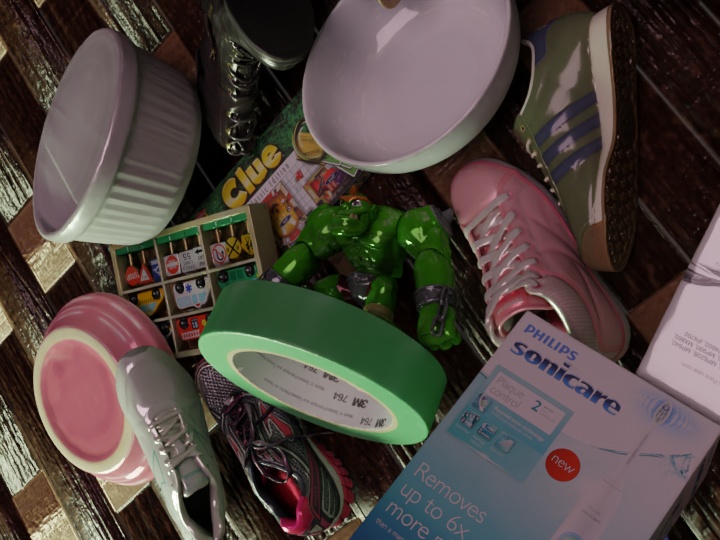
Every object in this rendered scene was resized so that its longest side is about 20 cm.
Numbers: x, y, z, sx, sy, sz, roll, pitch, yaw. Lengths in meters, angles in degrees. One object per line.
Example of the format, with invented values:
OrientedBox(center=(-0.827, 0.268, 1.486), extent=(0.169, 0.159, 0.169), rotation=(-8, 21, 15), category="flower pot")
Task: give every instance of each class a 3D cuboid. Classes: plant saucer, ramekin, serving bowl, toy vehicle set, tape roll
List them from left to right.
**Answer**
OrientedBox(center=(-0.262, 0.124, 0.984), extent=(0.200, 0.051, 0.202), rotation=(10, 107, 34), category="plant saucer")
OrientedBox(center=(-0.228, -0.116, 0.923), extent=(0.202, 0.094, 0.203), rotation=(-25, 57, 47), category="ramekin")
OrientedBox(center=(-0.157, 0.017, 0.937), extent=(0.199, 0.026, 0.125), rotation=(-13, 89, 37), category="toy vehicle set")
OrientedBox(center=(-0.031, 0.078, 0.793), extent=(0.200, 0.201, 0.048), rotation=(11, 65, 29), category="tape roll")
OrientedBox(center=(0.048, -0.165, 0.803), extent=(0.199, 0.066, 0.201), rotation=(-16, 62, 32), category="serving bowl")

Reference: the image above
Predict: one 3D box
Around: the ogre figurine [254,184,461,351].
OrientedBox(center=(0.000, 0.000, 0.813), extent=(0.200, 0.098, 0.120), rotation=(-9, 58, 52), category="ogre figurine")

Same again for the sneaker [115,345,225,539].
OrientedBox(center=(-0.165, 0.162, 0.902), extent=(0.080, 0.070, 0.201), rotation=(24, 135, 68), category="sneaker")

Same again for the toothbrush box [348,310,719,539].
OrientedBox(center=(0.111, 0.151, 0.623), extent=(0.146, 0.085, 0.200), rotation=(33, 70, 27), category="toothbrush box")

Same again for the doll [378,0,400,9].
OrientedBox(center=(-0.031, -0.283, 0.843), extent=(0.200, 0.048, 0.137), rotation=(36, 93, 42), category="doll")

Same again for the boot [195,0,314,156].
OrientedBox(center=(-0.099, -0.174, 0.855), extent=(0.200, 0.069, 0.175), rotation=(-123, 30, -41), category="boot")

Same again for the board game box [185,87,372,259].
OrientedBox(center=(-0.079, -0.068, 0.917), extent=(0.200, 0.023, 0.105), rotation=(-46, 68, 22), category="board game box")

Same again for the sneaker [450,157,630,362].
OrientedBox(center=(0.122, -0.005, 0.755), extent=(0.075, 0.104, 0.201), rotation=(-45, 70, 33), category="sneaker")

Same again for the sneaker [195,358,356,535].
OrientedBox(center=(-0.086, 0.151, 0.893), extent=(0.200, 0.075, 0.081), rotation=(46, 112, 22), category="sneaker")

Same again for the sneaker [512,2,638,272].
OrientedBox(center=(0.163, -0.100, 0.760), extent=(0.090, 0.067, 0.201), rotation=(1, 91, 37), category="sneaker")

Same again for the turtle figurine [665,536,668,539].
OrientedBox(center=(0.114, 0.197, 0.730), extent=(0.200, 0.144, 0.194), rotation=(-32, 58, -5), category="turtle figurine")

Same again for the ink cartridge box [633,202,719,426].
OrientedBox(center=(0.275, 0.001, 0.648), extent=(0.084, 0.144, 0.201), rotation=(28, 103, 27), category="ink cartridge box")
